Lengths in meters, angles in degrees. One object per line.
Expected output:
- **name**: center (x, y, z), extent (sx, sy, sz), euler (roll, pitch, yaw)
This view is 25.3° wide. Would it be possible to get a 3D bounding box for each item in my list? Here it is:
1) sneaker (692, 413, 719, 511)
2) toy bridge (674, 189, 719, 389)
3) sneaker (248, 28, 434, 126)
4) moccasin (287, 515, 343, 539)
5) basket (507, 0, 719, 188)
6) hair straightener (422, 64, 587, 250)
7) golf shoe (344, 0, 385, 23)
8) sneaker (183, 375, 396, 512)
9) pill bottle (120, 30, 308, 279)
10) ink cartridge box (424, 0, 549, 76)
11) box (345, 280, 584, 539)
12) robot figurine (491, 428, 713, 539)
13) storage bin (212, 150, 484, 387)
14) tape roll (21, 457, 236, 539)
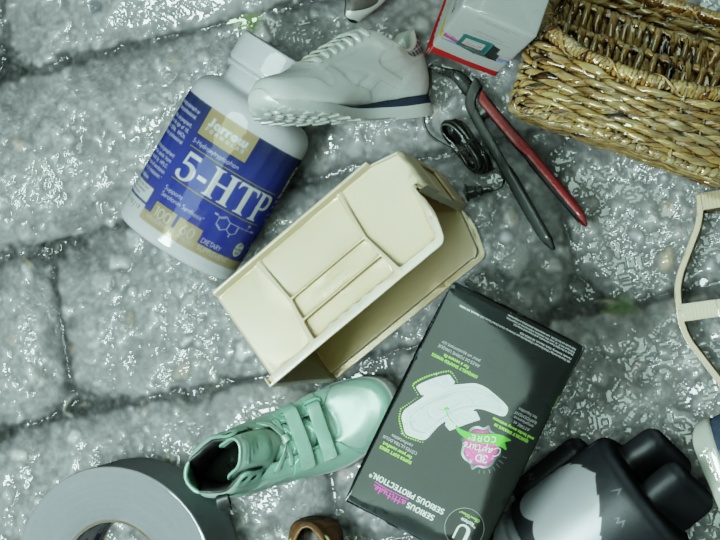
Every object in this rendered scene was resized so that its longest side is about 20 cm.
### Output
- **sneaker**: center (0.351, 0.208, 1.335), extent (0.084, 0.075, 0.201), euler (-23, 90, 18)
- **toy bridge**: center (0.306, 0.033, 1.379), extent (0.067, 0.027, 0.202), euler (-8, 87, 15)
- **sneaker**: center (-0.020, -0.166, 1.374), extent (0.076, 0.199, 0.081), euler (2, 97, 43)
- **moccasin**: center (-0.036, 0.322, 1.426), extent (0.073, 0.078, 0.203), euler (1, 89, 10)
- **basket**: center (0.237, -0.170, 1.341), extent (0.199, 0.143, 0.150), euler (21, 94, 12)
- **hair straightener**: center (0.113, -0.097, 1.417), extent (0.077, 0.041, 0.201), euler (-38, 81, 5)
- **golf shoe**: center (-0.054, -0.303, 1.445), extent (0.199, 0.078, 0.095), euler (36, 97, 12)
- **sneaker**: center (-0.061, 0.154, 1.415), extent (0.199, 0.118, 0.074), euler (-26, 82, 10)
- **pill bottle**: center (-0.117, -0.106, 1.433), extent (0.119, 0.120, 0.201), euler (32, 96, 12)
- **ink cartridge box**: center (0.114, -0.238, 1.348), extent (0.067, 0.200, 0.117), euler (20, 84, -5)
- **box**: center (0.086, 0.127, 1.351), extent (0.124, 0.149, 0.201), euler (27, 88, 3)
- **robot figurine**: center (0.194, 0.221, 1.349), extent (0.200, 0.150, 0.125), euler (-39, 92, 12)
- **storage bin**: center (0.000, 0.000, 1.364), extent (0.198, 0.200, 0.094), euler (-39, 79, 9)
- **tape roll**: center (-0.211, 0.275, 1.464), extent (0.198, 0.066, 0.202), euler (1, 92, 20)
